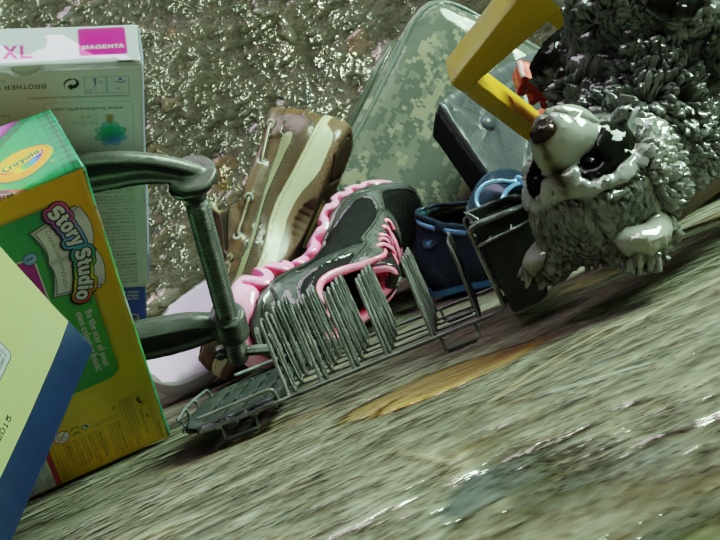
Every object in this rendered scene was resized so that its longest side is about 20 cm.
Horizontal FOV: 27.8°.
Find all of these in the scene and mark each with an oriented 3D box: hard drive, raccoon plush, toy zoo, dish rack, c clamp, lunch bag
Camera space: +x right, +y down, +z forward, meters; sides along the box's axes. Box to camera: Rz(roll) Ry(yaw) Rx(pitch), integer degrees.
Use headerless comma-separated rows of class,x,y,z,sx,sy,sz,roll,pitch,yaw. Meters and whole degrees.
hard drive,0.148,-0.091,1.035,0.200,0.135,0.042,-26,-12,-38
raccoon plush,0.154,-0.042,0.641,0.200,0.134,0.097,14,-21,-22
toy zoo,0.135,-0.104,0.718,0.131,0.200,0.020,-40,38,27
dish rack,-0.001,0.024,0.732,0.200,0.055,0.153,-23,2,4
c clamp,-0.108,-0.004,0.829,0.170,0.027,0.200,-12,-40,4
lunch bag,0.053,-0.091,1.157,0.200,0.139,0.168,-64,2,-11

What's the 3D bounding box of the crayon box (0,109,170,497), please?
crayon box,-0.182,0.028,0.755,0.119,0.200,0.058,-23,43,-15

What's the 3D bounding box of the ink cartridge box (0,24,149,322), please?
ink cartridge box,-0.178,-0.046,0.808,0.119,0.042,0.200,-3,-45,-9

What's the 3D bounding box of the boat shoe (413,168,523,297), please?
boat shoe,0.089,-0.030,0.909,0.084,0.069,0.200,-25,3,-39

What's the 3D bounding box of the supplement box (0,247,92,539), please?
supplement box,-0.264,0.040,0.611,0.200,0.200,0.134,-22,32,25

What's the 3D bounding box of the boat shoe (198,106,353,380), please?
boat shoe,-0.077,-0.023,1.032,0.075,0.075,0.203,77,-144,-72

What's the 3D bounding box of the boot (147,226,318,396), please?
boot,-0.087,0.040,1.117,0.073,0.096,0.200,23,56,25

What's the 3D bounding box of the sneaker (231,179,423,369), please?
sneaker,0.000,0.000,0.974,0.095,0.079,0.200,-7,27,40
